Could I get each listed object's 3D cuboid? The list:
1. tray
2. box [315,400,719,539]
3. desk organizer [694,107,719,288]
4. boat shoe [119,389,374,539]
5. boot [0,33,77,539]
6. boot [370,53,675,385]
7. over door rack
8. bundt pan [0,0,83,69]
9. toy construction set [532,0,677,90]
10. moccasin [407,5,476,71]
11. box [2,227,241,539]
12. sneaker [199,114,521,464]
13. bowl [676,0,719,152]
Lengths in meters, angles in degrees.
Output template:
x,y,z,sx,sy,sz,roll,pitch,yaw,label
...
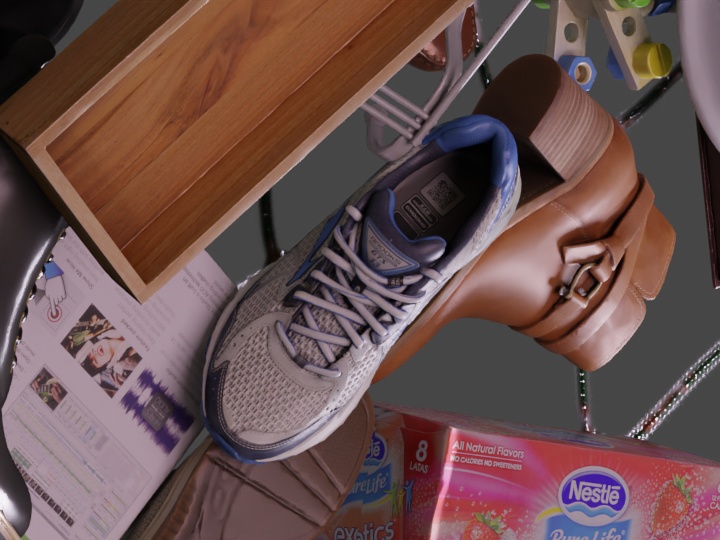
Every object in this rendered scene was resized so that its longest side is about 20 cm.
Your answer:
x,y,z,sx,sy,sz,roll,pitch,yaw,label
-0.045,-0.090,1.114,0.200,0.037,0.099,-42,134,-9,tray
0.081,0.128,1.393,0.199,0.094,0.103,12,89,-39,box
0.229,-0.091,1.485,0.071,0.077,0.201,-19,109,-35,desk organizer
-0.072,0.121,1.294,0.072,0.065,0.200,45,70,-20,boat shoe
-0.144,0.017,1.145,0.138,0.077,0.201,-40,137,-21,boot
0.071,0.007,1.392,0.200,0.076,0.155,-56,136,-14,boot
0.026,-0.155,1.197,0.147,0.067,0.200,30,115,-38,over door rack
-0.211,-0.140,1.124,0.201,0.076,0.203,-9,106,-33,bundt pan
0.131,-0.195,1.390,0.131,0.092,0.201,-26,123,-32,toy construction set
0.027,-0.193,1.308,0.073,0.077,0.203,-18,108,-42,moccasin
-0.142,0.055,1.246,0.200,0.036,0.144,-53,125,-20,box
0.000,0.000,1.254,0.077,0.085,0.200,39,75,2,sneaker
0.257,-0.133,1.390,0.200,0.090,0.202,-9,103,-39,bowl
